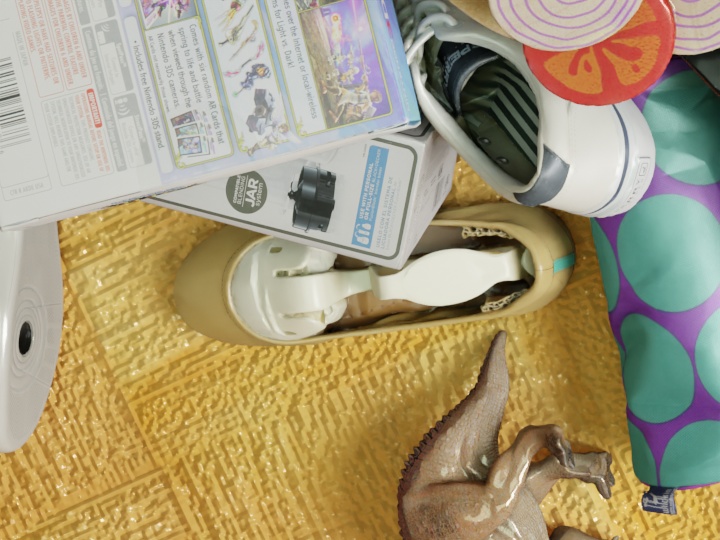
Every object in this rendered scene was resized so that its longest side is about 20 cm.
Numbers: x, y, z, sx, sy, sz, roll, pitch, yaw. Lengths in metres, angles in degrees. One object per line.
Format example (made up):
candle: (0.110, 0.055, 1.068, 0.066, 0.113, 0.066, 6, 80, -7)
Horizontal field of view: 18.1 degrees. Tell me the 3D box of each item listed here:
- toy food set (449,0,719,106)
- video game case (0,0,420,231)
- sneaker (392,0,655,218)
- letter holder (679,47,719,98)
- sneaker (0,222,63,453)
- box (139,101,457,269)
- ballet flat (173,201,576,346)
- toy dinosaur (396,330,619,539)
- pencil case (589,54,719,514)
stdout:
toy food set: (0.106, -0.148, 0.826, 0.199, 0.049, 0.198, 24, 128, -25)
video game case: (-0.085, -0.135, 0.936, 0.180, 0.045, 0.202, -13, 92, 12)
sneaker: (0.047, -0.100, 0.966, 0.200, 0.071, 0.073, 49, 120, 35)
letter holder: (0.229, -0.073, 0.939, 0.101, 0.142, 0.200, -45, 78, 17)
sneaker: (-0.206, -0.016, 1.095, 0.111, 0.073, 0.202, 3, 93, 15)
box: (-0.059, -0.070, 1.021, 0.199, 0.117, 0.061, 15, 113, 10)
ballet flat: (0.000, 0.000, 1.052, 0.198, 0.063, 0.069, -9, 99, 14)
toy dinosaur: (0.052, 0.137, 1.060, 0.135, 0.086, 0.202, -13, 92, 21)
pencil case: (0.140, 0.000, 1.011, 0.092, 0.085, 0.201, -8, 99, 42)
